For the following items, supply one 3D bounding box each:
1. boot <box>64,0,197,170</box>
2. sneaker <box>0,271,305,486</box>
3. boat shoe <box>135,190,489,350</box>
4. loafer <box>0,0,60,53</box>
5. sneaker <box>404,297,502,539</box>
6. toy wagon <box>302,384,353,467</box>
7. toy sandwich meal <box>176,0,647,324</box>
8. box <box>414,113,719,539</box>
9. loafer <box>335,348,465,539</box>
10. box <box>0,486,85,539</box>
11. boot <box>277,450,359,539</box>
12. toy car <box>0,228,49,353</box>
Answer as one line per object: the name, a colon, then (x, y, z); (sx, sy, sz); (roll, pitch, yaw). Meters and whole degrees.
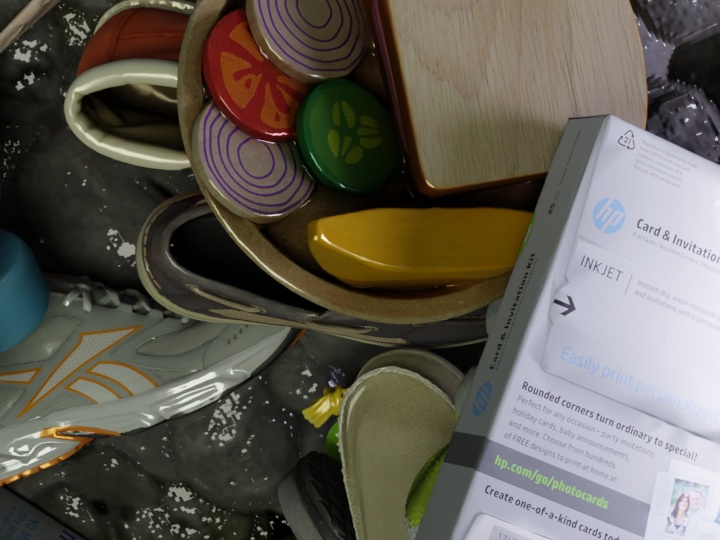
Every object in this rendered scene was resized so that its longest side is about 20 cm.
boot: (-0.031, -0.066, 1.064); (0.200, 0.107, 0.075); (10, 112, 6)
sneaker: (-0.121, 0.033, 1.150); (0.200, 0.076, 0.092); (-22, 94, 15)
boat shoe: (0.000, 0.000, 1.077); (0.200, 0.073, 0.075); (-1, 91, -5)
loafer: (-0.187, -0.117, 1.100); (0.200, 0.063, 0.072); (-34, 102, 24)
sneaker: (0.099, 0.057, 1.044); (0.105, 0.076, 0.200); (37, 73, -20)
toy wagon: (0.038, 0.134, 1.173); (0.155, 0.040, 0.200); (-23, 106, 21)
toy sandwich meal: (0.025, -0.072, 1.007); (0.205, 0.205, 0.070); (42, 156, -7)
box: (0.122, 0.057, 0.984); (0.156, 0.041, 0.200); (23, 84, -21)
loafer: (0.035, 0.127, 1.062); (0.076, 0.068, 0.200); (-24, 73, 23)
box: (-0.241, 0.173, 1.166); (0.176, 0.200, 0.097); (33, 116, -2)
boot: (-0.020, 0.193, 1.148); (0.132, 0.070, 0.200); (-26, 104, 18)
toy car: (-0.272, -0.008, 1.065); (0.200, 0.177, 0.184); (-5, 132, 21)
